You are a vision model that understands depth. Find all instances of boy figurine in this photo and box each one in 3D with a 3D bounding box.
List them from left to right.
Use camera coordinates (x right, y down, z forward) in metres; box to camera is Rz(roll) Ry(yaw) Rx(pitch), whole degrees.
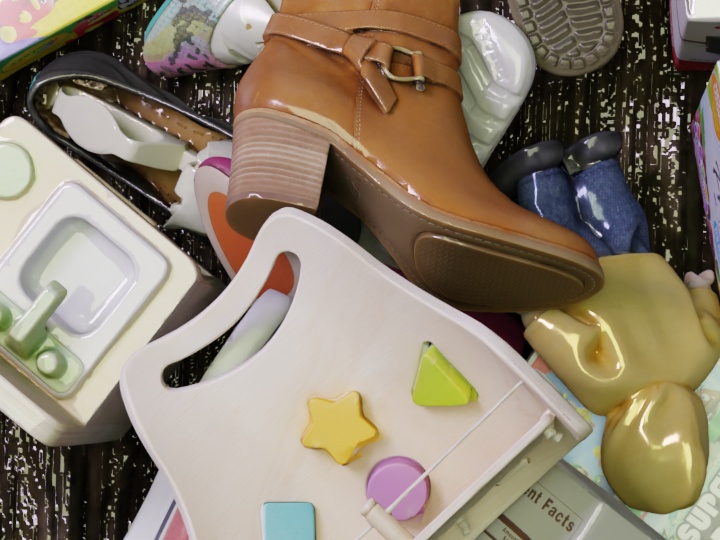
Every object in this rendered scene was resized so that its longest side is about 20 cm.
[{"bbox_3d":[0.137,0.028,1.407,0.124,0.064,0.201,-12,75,-32],"label":"boy figurine"}]

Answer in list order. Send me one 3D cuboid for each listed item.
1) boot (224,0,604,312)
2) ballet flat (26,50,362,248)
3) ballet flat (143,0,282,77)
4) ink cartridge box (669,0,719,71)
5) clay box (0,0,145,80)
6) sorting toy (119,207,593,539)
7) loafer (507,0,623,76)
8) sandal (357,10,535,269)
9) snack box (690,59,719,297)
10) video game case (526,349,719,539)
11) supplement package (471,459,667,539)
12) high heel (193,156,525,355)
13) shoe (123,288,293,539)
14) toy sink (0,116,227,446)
[{"bbox_3d":[0.035,-0.068,1.371,0.199,0.077,0.156,13,59,0],"label":"boot"},{"bbox_3d":[-0.095,-0.053,1.438,0.199,0.068,0.068,27,106,19],"label":"ballet flat"},{"bbox_3d":[-0.030,-0.158,1.442,0.200,0.069,0.071,-41,62,10],"label":"ballet flat"},{"bbox_3d":[0.229,-0.150,1.364,0.146,0.200,0.084,1,87,6],"label":"ink cartridge box"},{"bbox_3d":[-0.139,-0.201,1.477,0.199,0.048,0.115,-29,85,4],"label":"clay box"},{"bbox_3d":[-0.017,0.073,1.301,0.200,0.107,0.180,-44,86,10],"label":"sorting toy"},{"bbox_3d":[0.090,-0.198,1.445,0.076,0.067,0.201,-11,87,2],"label":"loafer"},{"bbox_3d":[0.026,-0.050,1.449,0.203,0.050,0.083,-46,76,22],"label":"sandal"},{"bbox_3d":[0.212,0.003,1.376,0.053,0.142,0.201,-9,80,-1],"label":"snack box"},{"bbox_3d":[0.165,0.112,1.450,0.200,0.017,0.143,36,91,6],"label":"video game case"},{"bbox_3d":[0.072,0.198,1.366,0.117,0.117,0.200,37,90,-32],"label":"supplement package"},{"bbox_3d":[0.000,0.000,1.415,0.200,0.067,0.096,50,52,-14],"label":"high heel"},{"bbox_3d":[-0.056,0.115,1.378,0.091,0.071,0.201,29,99,8],"label":"shoe"},{"bbox_3d":[-0.155,0.005,1.394,0.130,0.200,0.112,39,92,7],"label":"toy sink"}]
